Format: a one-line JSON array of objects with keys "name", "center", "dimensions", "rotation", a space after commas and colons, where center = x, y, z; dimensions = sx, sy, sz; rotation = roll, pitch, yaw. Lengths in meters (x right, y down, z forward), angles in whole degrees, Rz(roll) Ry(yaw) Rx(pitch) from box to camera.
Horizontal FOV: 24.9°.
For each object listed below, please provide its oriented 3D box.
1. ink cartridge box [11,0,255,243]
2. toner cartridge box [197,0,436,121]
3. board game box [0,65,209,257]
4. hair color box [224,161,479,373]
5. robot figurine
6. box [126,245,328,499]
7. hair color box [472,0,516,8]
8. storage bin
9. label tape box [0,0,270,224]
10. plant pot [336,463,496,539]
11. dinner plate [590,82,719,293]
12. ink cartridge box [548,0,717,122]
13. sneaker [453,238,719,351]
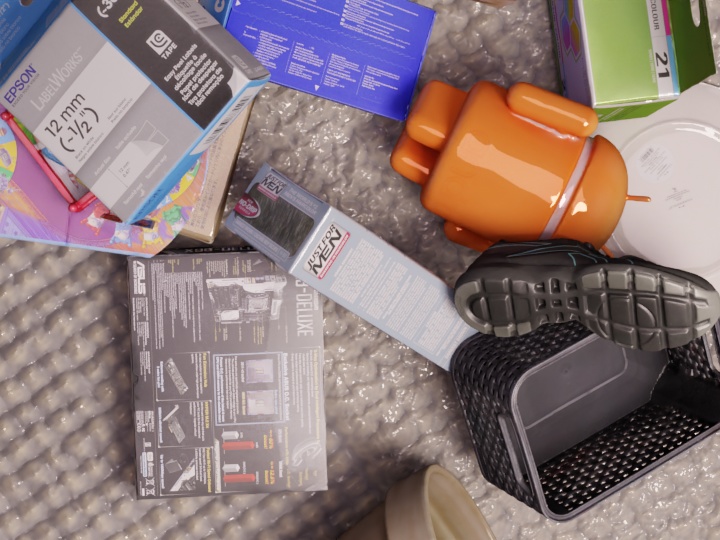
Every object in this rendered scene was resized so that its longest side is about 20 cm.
[{"name": "ink cartridge box", "center": [-0.167, -0.139, 1.292], "dimensions": [0.164, 0.075, 0.201], "rotation": [17, 93, -4]}, {"name": "toner cartridge box", "center": [-0.035, -0.184, 1.261], "dimensions": [0.200, 0.043, 0.095], "rotation": [13, 94, -42]}, {"name": "board game box", "center": [-0.215, -0.095, 1.233], "dimensions": [0.199, 0.039, 0.159], "rotation": [8, 94, -5]}, {"name": "hair color box", "center": [0.000, 0.000, 1.256], "dimensions": [0.200, 0.099, 0.061], "rotation": [34, 90, -41]}, {"name": "robot figurine", "center": [0.126, -0.075, 1.298], "dimensions": [0.199, 0.117, 0.144], "rotation": [25, 97, 1]}, {"name": "box", "center": [-0.108, 0.081, 1.325], "dimensions": [0.157, 0.050, 0.201], "rotation": [-3, 94, -5]}, {"name": "hair color box", "center": [0.083, -0.250, 1.242], "dimensions": [0.109, 0.200, 0.065], "rotation": [16, 94, -6]}, {"name": "storage bin", "center": [0.187, 0.090, 1.290], "dimensions": [0.199, 0.094, 0.136], "rotation": [-27, 114, -19]}, {"name": "label tape box", "center": [-0.186, -0.154, 1.167], "dimensions": [0.200, 0.066, 0.143], "rotation": [43, 107, -1]}, {"name": "plant pot", "center": [0.025, 0.281, 1.294], "dimensions": [0.173, 0.200, 0.201], "rotation": [-28, 96, 14]}, {"name": "dinner plate", "center": [0.266, -0.059, 1.361], "dimensions": [0.199, 0.024, 0.201], "rotation": [0, 93, -5]}, {"name": "ink cartridge box", "center": [0.202, -0.201, 1.250], "dimensions": [0.075, 0.200, 0.149], "rotation": [-7, 88, -4]}, {"name": "sneaker", "center": [0.171, 0.006, 1.213], "dimensions": [0.199, 0.079, 0.076], "rotation": [6, 127, 22]}]
